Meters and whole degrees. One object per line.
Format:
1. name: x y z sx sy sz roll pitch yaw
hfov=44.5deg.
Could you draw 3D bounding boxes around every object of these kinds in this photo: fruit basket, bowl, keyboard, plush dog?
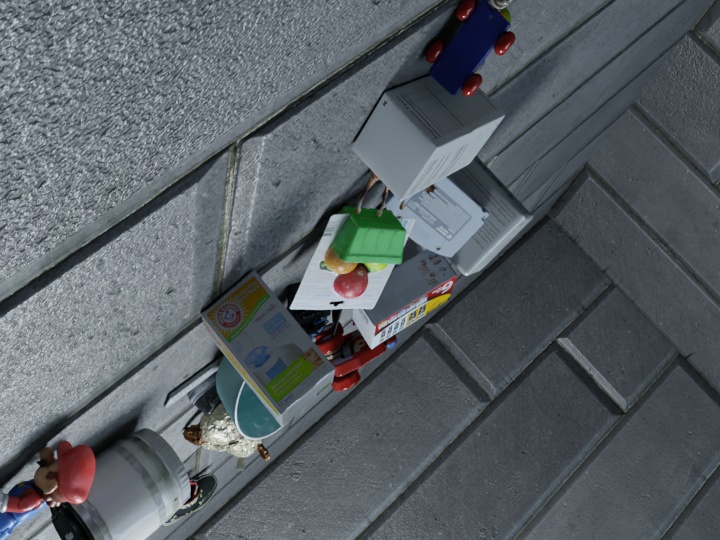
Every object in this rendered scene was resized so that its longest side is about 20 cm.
1. fruit basket: -0.015 -0.015 1.507 0.182 0.095 0.202 1 134 -36
2. bowl: -0.187 0.193 1.611 0.199 0.104 0.204 -32 136 -37
3. keyboard: -0.277 0.187 1.612 0.199 0.011 0.057 -36 166 -36
4. plush dog: -0.274 0.328 1.859 0.200 0.161 0.171 -44 146 5
5. keyboard: -0.085 0.074 1.679 0.199 0.039 0.107 -12 103 -70

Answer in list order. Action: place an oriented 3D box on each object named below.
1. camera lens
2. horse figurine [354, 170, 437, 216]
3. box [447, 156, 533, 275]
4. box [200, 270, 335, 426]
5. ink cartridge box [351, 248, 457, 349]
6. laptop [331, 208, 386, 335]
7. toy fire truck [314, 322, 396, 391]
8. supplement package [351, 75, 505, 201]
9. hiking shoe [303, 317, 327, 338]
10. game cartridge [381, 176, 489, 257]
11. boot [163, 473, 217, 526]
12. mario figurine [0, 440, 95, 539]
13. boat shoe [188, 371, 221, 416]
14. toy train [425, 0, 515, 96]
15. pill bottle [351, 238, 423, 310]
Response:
1. camera lens: -0.404 0.381 1.472 0.199 0.160 0.161 -35 167 -38
2. horse figurine: 0.064 -0.158 1.450 0.198 0.050 0.135 -19 136 -49
3. box: 0.223 -0.121 1.803 0.171 0.199 0.200 -45 170 13
4. box: -0.143 0.121 1.357 0.112 0.201 0.102 -37 168 -15
5. ink cartridge box: 0.084 0.062 1.776 0.198 0.085 0.176 -31 161 -14
6. laptop: 0.000 0.000 1.689 0.199 0.104 0.178 -37 168 -19
7. toy fire truck: -0.004 0.161 1.876 0.165 0.114 0.200 -25 -170 2
8. supplement package: 0.100 -0.203 1.279 0.199 0.114 0.110 -30 162 -47
9. hiking shoe: -0.111 0.106 1.791 0.087 0.074 0.200 -47 180 -2
10. game cartridge: 0.136 -0.113 1.647 0.133 0.042 0.199 -43 126 16
11. boot: -0.437 0.585 2.317 0.202 0.074 0.154 -30 167 -42
12. mario figurine: -0.467 0.303 1.247 0.198 0.107 0.124 -34 -155 0
13. boat shoe: -0.240 0.213 1.695 0.199 0.066 0.070 -32 165 -47
14. toy train: 0.180 -0.336 1.184 0.201 0.084 0.116 -51 177 30
15. pill bottle: 0.048 0.010 1.890 0.109 0.110 0.201 -32 164 -44
